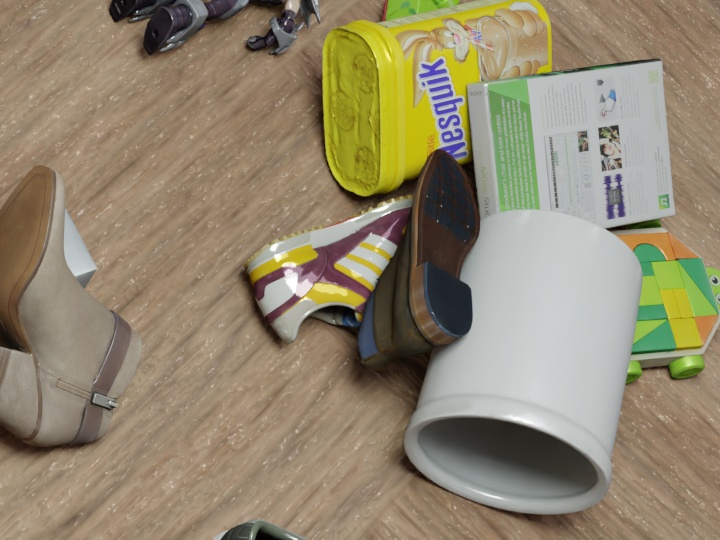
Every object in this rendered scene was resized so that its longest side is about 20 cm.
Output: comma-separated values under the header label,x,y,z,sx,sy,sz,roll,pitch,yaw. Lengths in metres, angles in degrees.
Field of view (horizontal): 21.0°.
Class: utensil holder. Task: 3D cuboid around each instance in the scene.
label,x,y,z,sx,sy,sz,roll,pitch,yaw
utensil holder,0.140,0.074,1.606,0.169,0.170,0.201,23,61,-12

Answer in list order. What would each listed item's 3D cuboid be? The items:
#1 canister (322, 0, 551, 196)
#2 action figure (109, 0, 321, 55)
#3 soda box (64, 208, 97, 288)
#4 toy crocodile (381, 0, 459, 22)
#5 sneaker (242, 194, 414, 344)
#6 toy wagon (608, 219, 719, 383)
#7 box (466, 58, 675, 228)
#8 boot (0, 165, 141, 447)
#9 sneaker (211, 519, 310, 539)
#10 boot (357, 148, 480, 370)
label,x,y,z,sx,sy,sz,roll,pitch,yaw
canister,0.071,-0.160,1.719,0.199,0.086,0.149,-18,118,-33
action figure,-0.117,-0.250,1.727,0.199,0.069,0.130,-21,68,-35
soda box,-0.310,0.015,1.506,0.199,0.063,0.068,-21,75,-31
toy crocodile,0.048,-0.240,1.798,0.068,0.061,0.201,46,46,-45
sneaker,0.000,0.000,1.653,0.199,0.075,0.090,-20,83,-24
toy wagon,0.270,0.022,1.773,0.199,0.040,0.156,-4,67,-25
box,0.188,-0.106,1.723,0.199,0.036,0.145,-10,98,-32
boot,-0.226,0.035,1.483,0.146,0.070,0.201,23,89,-45
sneaker,-0.025,0.257,1.500,0.200,0.079,0.074,30,55,-9
boot,0.041,-0.010,1.605,0.075,0.097,0.201,35,41,-28
